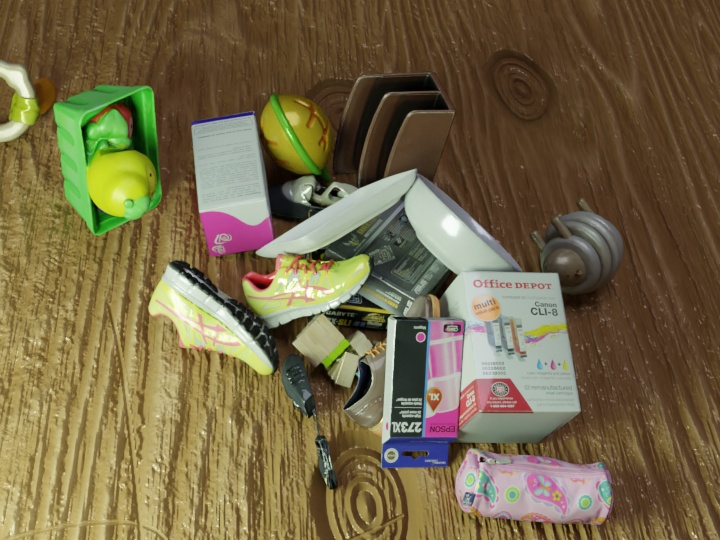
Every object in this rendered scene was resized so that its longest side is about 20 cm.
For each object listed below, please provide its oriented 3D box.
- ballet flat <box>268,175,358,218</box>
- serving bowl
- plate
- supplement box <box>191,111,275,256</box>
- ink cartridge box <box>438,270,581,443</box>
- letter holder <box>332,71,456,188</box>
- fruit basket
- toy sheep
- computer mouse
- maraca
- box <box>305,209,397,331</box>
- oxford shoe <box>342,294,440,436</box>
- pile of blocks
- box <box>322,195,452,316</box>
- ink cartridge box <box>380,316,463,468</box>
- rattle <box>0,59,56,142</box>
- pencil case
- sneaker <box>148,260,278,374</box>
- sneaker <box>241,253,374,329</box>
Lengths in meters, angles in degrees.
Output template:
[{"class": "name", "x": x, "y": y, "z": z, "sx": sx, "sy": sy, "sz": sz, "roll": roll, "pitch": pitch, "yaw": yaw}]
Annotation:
[{"class": "ballet flat", "x": -0.061, "y": -0.113, "z": 1.868, "sx": 0.200, "sy": 0.073, "sz": 0.073, "roll": 12, "pitch": 43, "yaw": -5}, {"class": "serving bowl", "x": 0.131, "y": -0.044, "z": 1.681, "sx": 0.200, "sy": 0.066, "sz": 0.200, "roll": 41, "pitch": 9, "yaw": -8}, {"class": "plate", "x": -0.031, "y": -0.071, "z": 1.684, "sx": 0.199, "sy": 0.200, "sz": 0.032, "roll": -33, "pitch": 99, "yaw": -22}, {"class": "supplement box", "x": -0.190, "y": -0.130, "z": 1.804, "sx": 0.103, "sy": 0.101, "sz": 0.200, "roll": -10, "pitch": 47, "yaw": -3}, {"class": "ink cartridge box", "x": 0.189, "y": 0.116, "z": 1.620, "sx": 0.145, "sy": 0.145, "sz": 0.200, "roll": 1, "pitch": 65, "yaw": -15}, {"class": "letter holder", "x": 0.045, "y": -0.201, "z": 1.895, "sx": 0.142, "sy": 0.200, "sz": 0.101, "roll": -5, "pitch": 48, "yaw": -22}, {"class": "fruit basket", "x": -0.338, "y": -0.147, "z": 1.716, "sx": 0.216, "sy": 0.216, "sz": 0.155, "roll": 39, "pitch": 47, "yaw": 21}, {"class": "toy sheep", "x": 0.342, "y": -0.033, "z": 1.872, "sx": 0.138, "sy": 0.138, "sz": 0.200, "roll": 37, "pitch": 42, "yaw": 20}, {"class": "computer mouse", "x": -0.069, "y": 0.195, "z": 1.568, "sx": 0.034, "sy": 0.059, "sz": 0.200, "roll": -15, "pitch": 54, "yaw": -8}, {"class": "maraca", "x": -0.092, "y": -0.204, "z": 1.879, "sx": 0.107, "sy": 0.200, "sz": 0.137, "roll": -26, "pitch": 71, "yaw": 8}, {"class": "box", "x": 0.000, "y": 0.000, "z": 1.788, "sx": 0.160, "sy": 0.049, "sz": 0.200, "roll": 5, "pitch": 45, "yaw": -10}, {"class": "oxford shoe", "x": 0.043, "y": 0.115, "z": 1.596, "sx": 0.073, "sy": 0.071, "sz": 0.200, "roll": 29, "pitch": 77, "yaw": -20}, {"class": "pile of blocks", "x": 0.001, "y": 0.123, "z": 1.667, "sx": 0.200, "sy": 0.082, "sz": 0.062, "roll": 22, "pitch": 0, "yaw": -9}, {"class": "box", "x": 0.058, "y": -0.028, "z": 1.765, "sx": 0.158, "sy": 0.048, "sz": 0.200, "roll": 29, "pitch": 43, "yaw": 12}, {"class": "ink cartridge box", "x": 0.079, "y": 0.160, "z": 1.562, "sx": 0.095, "sy": 0.200, "sz": 0.037, "roll": 2, "pitch": 6, "yaw": -16}, {"class": "rattle", "x": -0.587, "y": -0.265, "z": 1.858, "sx": 0.200, "sy": 0.130, "sz": 0.143, "roll": -14, "pitch": 34, "yaw": 6}, {"class": "pencil case", "x": 0.222, "y": 0.277, "z": 1.551, "sx": 0.200, "sy": 0.087, "sz": 0.087, "roll": 9, "pitch": 44, "yaw": -10}, {"class": "sneaker", "x": -0.198, "y": 0.079, "z": 1.623, "sx": 0.200, "sy": 0.090, "sz": 0.078, "roll": 41, "pitch": 12, "yaw": -2}, {"class": "sneaker", "x": -0.077, "y": 0.012, "z": 1.644, "sx": 0.200, "sy": 0.090, "sz": 0.078, "roll": -21, "pitch": 17, "yaw": 19}]
